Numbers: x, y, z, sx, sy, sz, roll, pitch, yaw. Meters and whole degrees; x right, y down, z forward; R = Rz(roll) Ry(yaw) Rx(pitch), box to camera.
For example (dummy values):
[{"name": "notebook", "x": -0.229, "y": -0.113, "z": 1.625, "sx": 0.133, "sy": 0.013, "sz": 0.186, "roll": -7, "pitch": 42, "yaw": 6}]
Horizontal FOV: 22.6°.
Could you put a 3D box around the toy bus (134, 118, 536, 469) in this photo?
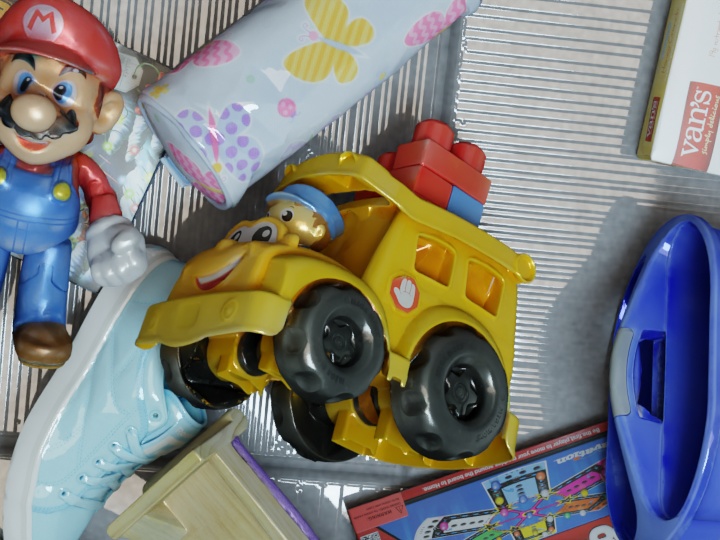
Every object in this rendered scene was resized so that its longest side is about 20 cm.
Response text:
[{"name": "toy bus", "x": 0.000, "y": 0.000, "z": 0.988, "sx": 0.200, "sy": 0.135, "sz": 0.193, "roll": 27, "pitch": 70, "yaw": -35}]

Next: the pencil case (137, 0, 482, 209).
[{"name": "pencil case", "x": -0.029, "y": -0.122, "z": 1.000, "sx": 0.200, "sy": 0.091, "sz": 0.083, "roll": -41, "pitch": 102, "yaw": -13}]

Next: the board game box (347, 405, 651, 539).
[{"name": "board game box", "x": 0.103, "y": 0.160, "z": 1.079, "sx": 0.199, "sy": 0.019, "sz": 0.103, "roll": -19, "pitch": 73, "yaw": -4}]

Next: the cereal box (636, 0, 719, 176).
[{"name": "cereal box", "x": 0.278, "y": -0.115, "z": 1.077, "sx": 0.199, "sy": 0.040, "sz": 0.144, "roll": 11, "pitch": 95, "yaw": -8}]

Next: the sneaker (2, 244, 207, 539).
[{"name": "sneaker", "x": -0.135, "y": 0.088, "z": 1.025, "sx": 0.082, "sy": 0.074, "sz": 0.201, "roll": 26, "pitch": 94, "yaw": 26}]

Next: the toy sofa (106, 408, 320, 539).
[{"name": "toy sofa", "x": -0.038, "y": 0.179, "z": 1.019, "sx": 0.083, "sy": 0.098, "sz": 0.200, "roll": -42, "pitch": 86, "yaw": 27}]

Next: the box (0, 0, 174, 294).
[{"name": "box", "x": -0.211, "y": -0.089, "z": 1.025, "sx": 0.199, "sy": 0.040, "sz": 0.137, "roll": 24, "pitch": 93, "yaw": -9}]

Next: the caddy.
[{"name": "caddy", "x": 0.190, "y": 0.068, "z": 1.024, "sx": 0.105, "sy": 0.141, "sz": 0.201, "roll": 13, "pitch": 64, "yaw": -13}]

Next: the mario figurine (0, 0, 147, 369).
[{"name": "mario figurine", "x": -0.181, "y": -0.047, "z": 0.957, "sx": 0.123, "sy": 0.106, "sz": 0.201, "roll": 0, "pitch": 107, "yaw": -41}]
